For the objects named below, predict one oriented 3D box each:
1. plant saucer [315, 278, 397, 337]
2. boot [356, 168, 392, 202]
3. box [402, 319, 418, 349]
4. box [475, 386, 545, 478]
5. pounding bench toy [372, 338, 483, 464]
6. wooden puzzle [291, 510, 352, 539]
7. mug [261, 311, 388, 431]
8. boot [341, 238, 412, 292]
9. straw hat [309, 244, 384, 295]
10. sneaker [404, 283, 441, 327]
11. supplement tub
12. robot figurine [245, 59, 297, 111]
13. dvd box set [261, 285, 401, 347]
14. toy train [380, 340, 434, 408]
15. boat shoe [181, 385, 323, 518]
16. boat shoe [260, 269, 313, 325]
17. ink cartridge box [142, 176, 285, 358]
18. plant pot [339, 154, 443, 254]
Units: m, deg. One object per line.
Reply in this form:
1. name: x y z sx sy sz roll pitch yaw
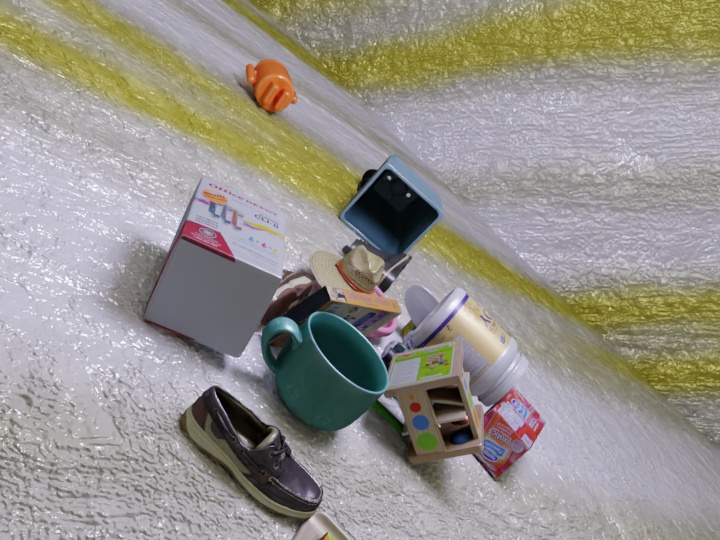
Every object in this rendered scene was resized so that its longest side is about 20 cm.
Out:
1. plant saucer: -0.015 0.060 1.370 0.200 0.051 0.201 38 20 -16
2. boot: 0.033 -0.233 2.013 0.157 0.079 0.212 18 33 -51
3. box: 0.144 0.187 1.433 0.117 0.048 0.201 38 22 -16
4. box: 0.287 0.315 1.376 0.100 0.096 0.199 48 20 13
5. pounding bench toy: 0.092 0.230 1.149 0.124 0.197 0.158 -64 137 -67
6. wooden puzzle: -0.017 0.373 0.753 0.185 0.037 0.200 46 20 4
7. mug: -0.062 0.144 1.014 0.185 0.115 0.152 44 20 4
8. boot: 0.042 -0.037 1.653 0.138 0.078 0.200 40 18 3
9. straw hat: 0.000 0.000 1.318 0.200 0.085 0.202 38 20 -16
10. sneaker: 0.170 0.105 1.494 0.201 0.073 0.116 51 16 -2
11. supplement tub: 0.214 0.150 1.357 0.200 0.146 0.145 44 20 3
12. robot figurine: -0.256 -0.537 2.008 0.142 0.118 0.201 -9 39 -10
13. dvd box set: -0.043 0.083 1.124 0.199 0.146 0.030 13 48 -53
14. toy train: 0.113 0.211 1.280 0.200 0.085 0.114 43 10 -4
15. boat shoe: -0.119 0.215 0.824 0.199 0.065 0.073 38 23 -8
16. boat shoe: -0.146 0.037 1.147 0.074 0.075 0.202 35 11 8
17. ink cartridge box: -0.198 -0.010 0.984 0.144 0.146 0.201 23 24 -17
18. plant pot: 0.090 -0.181 1.811 0.196 0.196 0.201 39 27 -11
